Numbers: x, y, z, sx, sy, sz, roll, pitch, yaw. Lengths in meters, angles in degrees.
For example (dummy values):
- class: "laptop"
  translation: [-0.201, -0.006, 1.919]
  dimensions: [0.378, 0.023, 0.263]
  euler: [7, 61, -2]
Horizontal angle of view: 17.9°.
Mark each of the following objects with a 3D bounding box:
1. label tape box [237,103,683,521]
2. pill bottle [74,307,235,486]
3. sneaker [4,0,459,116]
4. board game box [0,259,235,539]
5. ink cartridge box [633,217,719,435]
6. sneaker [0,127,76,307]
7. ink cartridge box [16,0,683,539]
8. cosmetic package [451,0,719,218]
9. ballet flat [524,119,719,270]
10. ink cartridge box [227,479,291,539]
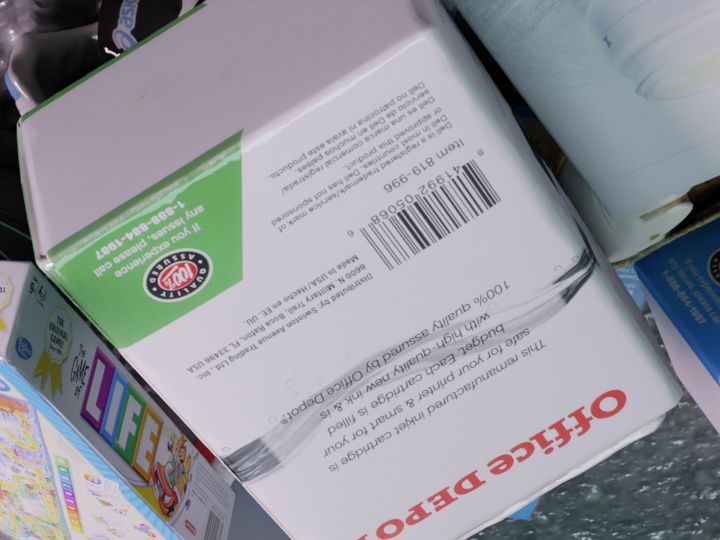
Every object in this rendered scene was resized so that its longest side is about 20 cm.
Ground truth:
- class: "label tape box"
  translation: [0.035, 0.018, 0.976]
  dimensions: [0.143, 0.064, 0.201]
  euler: [8, 138, -14]
- class: "pill bottle"
  translation: [-0.134, 0.012, 0.904]
  dimensions: [0.199, 0.116, 0.116]
  euler: [23, 133, -13]
- class: "sneaker"
  translation: [-0.048, -0.079, 0.828]
  dimensions: [0.199, 0.072, 0.072]
  euler: [-15, 146, 36]
- class: "board game box"
  translation: [-0.138, 0.052, 0.796]
  dimensions: [0.133, 0.034, 0.200]
  euler: [3, 155, 18]
- class: "ink cartridge box"
  translation: [0.230, 0.013, 0.882]
  dimensions: [0.199, 0.146, 0.085]
  euler: [-31, 136, -2]
- class: "sneaker"
  translation: [-0.121, -0.010, 0.815]
  dimensions: [0.199, 0.080, 0.075]
  euler: [15, 166, -24]
- class: "ink cartridge box"
  translation: [0.000, 0.000, 0.774]
  dimensions: [0.146, 0.083, 0.200]
  euler: [-30, 130, 8]
- class: "cosmetic package"
  translation: [0.122, -0.149, 0.752]
  dimensions: [0.198, 0.124, 0.200]
  euler: [-23, 137, 21]
- class: "ballet flat"
  translation: [0.126, -0.046, 0.864]
  dimensions: [0.199, 0.071, 0.071]
  euler: [-26, 139, -8]
- class: "ink cartridge box"
  translation: [-0.086, 0.186, 0.983]
  dimensions: [0.199, 0.148, 0.145]
  euler: [35, 120, -13]
